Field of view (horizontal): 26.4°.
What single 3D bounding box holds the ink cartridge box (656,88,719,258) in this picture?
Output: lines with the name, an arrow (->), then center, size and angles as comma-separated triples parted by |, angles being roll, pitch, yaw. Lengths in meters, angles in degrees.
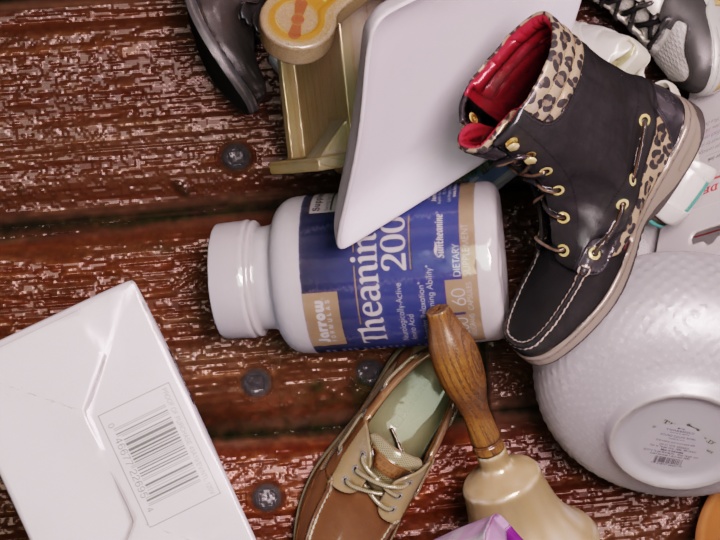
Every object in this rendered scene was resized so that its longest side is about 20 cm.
ink cartridge box -> 0.281, -0.080, 1.070 | 0.067, 0.117, 0.200 | 30, 63, -24

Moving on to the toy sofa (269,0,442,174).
toy sofa -> -0.014, -0.165, 1.045 | 0.098, 0.083, 0.200 | -9, 96, -28

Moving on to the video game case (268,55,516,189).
video game case -> 0.065, -0.145, 1.139 | 0.200, 0.022, 0.182 | -38, 88, -8

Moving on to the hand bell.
hand bell -> 0.085, 0.111, 1.036 | 0.104, 0.104, 0.200 | -23, 112, -6

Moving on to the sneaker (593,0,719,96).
sneaker -> 0.192, -0.204, 1.110 | 0.088, 0.076, 0.200 | -14, 65, -24

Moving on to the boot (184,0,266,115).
boot -> -0.048, -0.225, 1.107 | 0.174, 0.069, 0.200 | -19, 77, -6

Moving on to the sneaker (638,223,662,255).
sneaker -> 0.153, -0.009, 1.100 | 0.116, 0.074, 0.200 | -40, 97, -8

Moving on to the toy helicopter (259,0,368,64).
toy helicopter -> 0.004, -0.201, 0.955 | 0.132, 0.079, 0.200 | 39, 63, 13

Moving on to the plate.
plate -> 0.059, -0.127, 0.963 | 0.200, 0.200, 0.032 | -33, 62, -30

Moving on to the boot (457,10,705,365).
boot -> 0.118, -0.052, 0.968 | 0.151, 0.073, 0.200 | 30, 95, -36

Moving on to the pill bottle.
pill bottle -> 0.000, 0.000, 1.066 | 0.200, 0.111, 0.111 | -4, 85, 8

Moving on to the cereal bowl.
cereal bowl -> 0.216, 0.086, 1.039 | 0.200, 0.200, 0.083 | 12, 41, -3

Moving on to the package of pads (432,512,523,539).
package of pads -> 0.043, 0.248, 1.018 | 0.200, 0.076, 0.121 | -30, 109, 30

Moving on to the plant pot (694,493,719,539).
plant pot -> 0.353, 0.194, 1.053 | 0.200, 0.200, 0.140 | -40, 105, -7

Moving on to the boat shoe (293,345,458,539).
boat shoe -> 0.014, 0.132, 1.081 | 0.076, 0.074, 0.200 | 27, 83, -1

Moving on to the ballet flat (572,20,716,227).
ballet flat -> 0.187, -0.121, 1.074 | 0.069, 0.069, 0.200 | -23, 61, -6

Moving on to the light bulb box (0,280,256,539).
light bulb box -> -0.159, 0.128, 1.005 | 0.125, 0.200, 0.198 | -25, 87, -8
